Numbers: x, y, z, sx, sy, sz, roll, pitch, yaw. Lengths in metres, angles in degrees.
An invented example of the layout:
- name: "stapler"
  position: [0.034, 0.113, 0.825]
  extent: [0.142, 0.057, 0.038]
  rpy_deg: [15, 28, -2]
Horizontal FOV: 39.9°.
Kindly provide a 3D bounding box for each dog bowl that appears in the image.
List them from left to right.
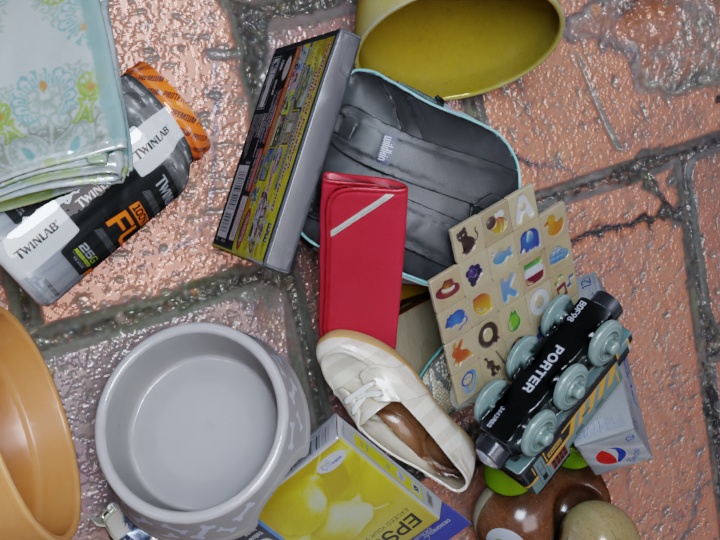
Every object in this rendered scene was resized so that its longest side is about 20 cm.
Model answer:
- name: "dog bowl"
  position: [-0.145, 0.139, 0.883]
  extent: [0.196, 0.059, 0.203]
  rpy_deg: [-3, 67, 6]

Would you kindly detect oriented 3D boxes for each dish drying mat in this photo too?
- name: "dish drying mat"
  position: [0.000, 0.000, 0.883]
  extent: [0.075, 0.018, 0.202]
  rpy_deg: [5, 133, 2]

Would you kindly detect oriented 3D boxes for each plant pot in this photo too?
- name: "plant pot"
  position: [-0.329, 0.146, 0.803]
  extent: [0.138, 0.200, 0.203]
  rpy_deg: [-19, 105, -2]
- name: "plant pot"
  position: [0.082, -0.272, 0.936]
  extent: [0.197, 0.200, 0.144]
  rpy_deg: [0, 70, -24]

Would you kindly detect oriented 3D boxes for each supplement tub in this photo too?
- name: "supplement tub"
  position: [-0.232, -0.078, 0.842]
  extent: [0.200, 0.122, 0.123]
  rpy_deg: [-43, 111, -13]

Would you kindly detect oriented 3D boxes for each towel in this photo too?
- name: "towel"
  position: [-0.273, -0.140, 0.781]
  extent: [0.168, 0.048, 0.203]
  rpy_deg: [-14, 65, -2]

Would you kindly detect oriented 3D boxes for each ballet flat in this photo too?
- name: "ballet flat"
  position: [0.122, 0.076, 0.975]
  extent: [0.201, 0.075, 0.068]
  rpy_deg: [-55, 138, -13]

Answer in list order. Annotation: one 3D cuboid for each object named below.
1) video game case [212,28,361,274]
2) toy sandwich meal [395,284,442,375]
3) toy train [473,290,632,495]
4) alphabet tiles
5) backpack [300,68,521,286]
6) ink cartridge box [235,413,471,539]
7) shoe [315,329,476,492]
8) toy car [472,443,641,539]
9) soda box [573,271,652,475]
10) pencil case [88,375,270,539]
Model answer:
- name: "video game case"
  position: [-0.070, -0.105, 0.878]
  extent: [0.025, 0.180, 0.203]
  rpy_deg: [18, 89, -23]
- name: "toy sandwich meal"
  position: [0.068, 0.071, 1.022]
  extent: [0.202, 0.070, 0.209]
  rpy_deg: [-3, 98, -23]
- name: "toy train"
  position: [0.183, 0.114, 0.932]
  extent: [0.200, 0.085, 0.114]
  rpy_deg: [-49, 140, -14]
- name: "alphabet tiles"
  position: [0.139, 0.029, 0.921]
  extent: [0.165, 0.006, 0.203]
  rpy_deg: [-29, 121, -24]
- name: "backpack"
  position: [0.047, -0.075, 0.942]
  extent: [0.197, 0.153, 0.178]
  rpy_deg: [19, 88, 0]
- name: "ink cartridge box"
  position: [-0.024, 0.260, 0.971]
  extent: [0.197, 0.047, 0.200]
  rpy_deg: [-41, 111, 19]
- name: "shoe"
  position: [0.035, 0.133, 0.932]
  extent: [0.200, 0.054, 0.070]
  rpy_deg: [42, 116, -10]
- name: "toy car"
  position: [0.225, 0.286, 1.024]
  extent: [0.156, 0.200, 0.167]
  rpy_deg: [-17, 125, -21]
- name: "soda box"
  position: [0.246, 0.105, 1.036]
  extent: [0.063, 0.202, 0.068]
  rpy_deg: [-22, 135, 21]
- name: "pencil case"
  position: [-0.155, 0.193, 0.935]
  extent: [0.200, 0.078, 0.090]
  rpy_deg: [-46, 126, -12]
